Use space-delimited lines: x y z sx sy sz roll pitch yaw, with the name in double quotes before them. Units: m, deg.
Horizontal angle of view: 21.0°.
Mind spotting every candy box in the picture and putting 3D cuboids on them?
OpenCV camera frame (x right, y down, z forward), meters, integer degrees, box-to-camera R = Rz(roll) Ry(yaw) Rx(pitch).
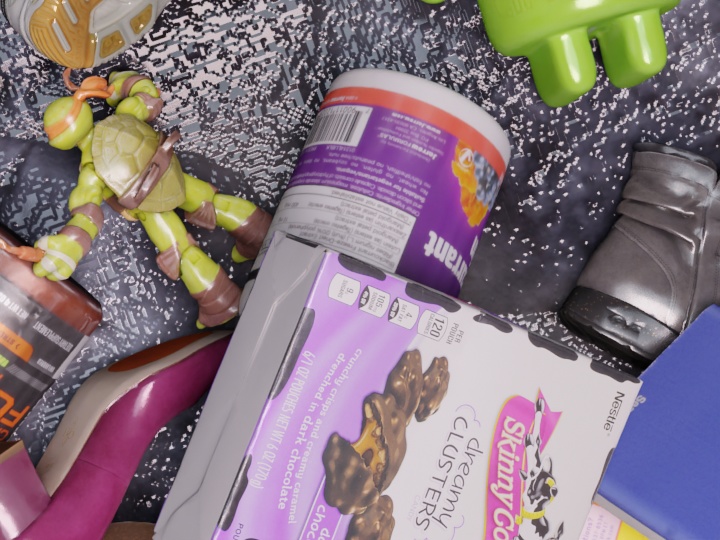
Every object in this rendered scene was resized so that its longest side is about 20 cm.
"candy box" 0.022 0.094 0.984 0.200 0.072 0.168 22 89 -27

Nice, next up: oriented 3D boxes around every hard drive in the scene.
"hard drive" 0.219 0.108 1.007 0.132 0.025 0.200 -43 48 -17

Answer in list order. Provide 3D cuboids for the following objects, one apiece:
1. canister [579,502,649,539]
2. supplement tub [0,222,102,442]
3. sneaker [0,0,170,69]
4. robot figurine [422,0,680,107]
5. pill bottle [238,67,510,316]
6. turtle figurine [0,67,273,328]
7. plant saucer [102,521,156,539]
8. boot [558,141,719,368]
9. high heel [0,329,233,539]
"canister" 0.111 0.141 1.106 0.200 0.087 0.149 18 85 -5
"supplement tub" -0.240 0.068 1.074 0.107 0.107 0.200 38 87 -2
"sneaker" -0.118 -0.190 1.106 0.200 0.088 0.076 -31 126 -25
"robot figurine" 0.113 -0.198 1.100 0.175 0.116 0.200 -16 89 -5
"pill bottle" 0.000 0.000 1.069 0.111 0.111 0.200 23 74 -3
"turtle figurine" -0.117 -0.054 1.082 0.161 0.200 0.064 40 130 -22
"plant saucer" -0.124 0.240 1.067 0.200 0.034 0.201 3 97 22
"boot" 0.227 0.015 1.129 0.200 0.070 0.132 30 81 -7
"high heel" -0.133 0.109 1.082 0.200 0.067 0.096 -31 105 -32
